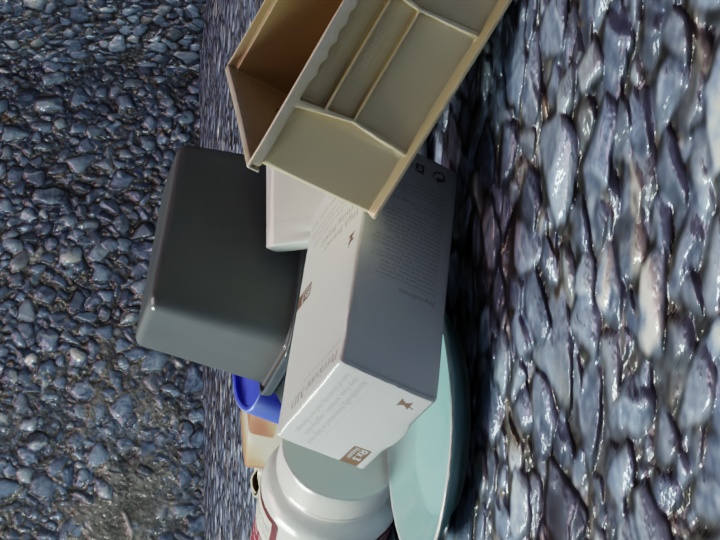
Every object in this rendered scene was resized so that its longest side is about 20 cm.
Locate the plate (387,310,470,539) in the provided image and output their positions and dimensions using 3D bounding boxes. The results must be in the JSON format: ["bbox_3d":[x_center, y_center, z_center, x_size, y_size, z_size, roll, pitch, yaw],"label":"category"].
[{"bbox_3d":[0.049,0.104,0.985,0.200,0.025,0.201,-179,90,-79],"label":"plate"}]

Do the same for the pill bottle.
[{"bbox_3d":[-0.030,0.201,1.157,0.200,0.114,0.114,104,164,-48],"label":"pill bottle"}]

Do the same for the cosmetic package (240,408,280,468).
[{"bbox_3d":[-0.079,0.110,1.512,0.104,0.087,0.200,-100,16,-52],"label":"cosmetic package"}]

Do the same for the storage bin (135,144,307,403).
[{"bbox_3d":[-0.108,-0.005,1.171,0.146,0.134,0.201,122,158,-57],"label":"storage bin"}]

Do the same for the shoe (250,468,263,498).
[{"bbox_3d":[-0.114,0.255,1.773,0.200,0.053,0.070,139,132,-76],"label":"shoe"}]

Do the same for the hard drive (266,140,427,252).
[{"bbox_3d":[-0.012,-0.120,1.098,0.027,0.132,0.201,25,-119,-62],"label":"hard drive"}]

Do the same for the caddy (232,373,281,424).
[{"bbox_3d":[-0.046,0.062,1.306,0.141,0.105,0.200,-51,32,35],"label":"caddy"}]

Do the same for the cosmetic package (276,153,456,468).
[{"bbox_3d":[0.006,0.019,0.941,0.102,0.074,0.200,-51,22,44],"label":"cosmetic package"}]

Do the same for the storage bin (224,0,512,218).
[{"bbox_3d":[0.004,-0.167,0.926,0.199,0.094,0.200,-58,20,17],"label":"storage bin"}]
